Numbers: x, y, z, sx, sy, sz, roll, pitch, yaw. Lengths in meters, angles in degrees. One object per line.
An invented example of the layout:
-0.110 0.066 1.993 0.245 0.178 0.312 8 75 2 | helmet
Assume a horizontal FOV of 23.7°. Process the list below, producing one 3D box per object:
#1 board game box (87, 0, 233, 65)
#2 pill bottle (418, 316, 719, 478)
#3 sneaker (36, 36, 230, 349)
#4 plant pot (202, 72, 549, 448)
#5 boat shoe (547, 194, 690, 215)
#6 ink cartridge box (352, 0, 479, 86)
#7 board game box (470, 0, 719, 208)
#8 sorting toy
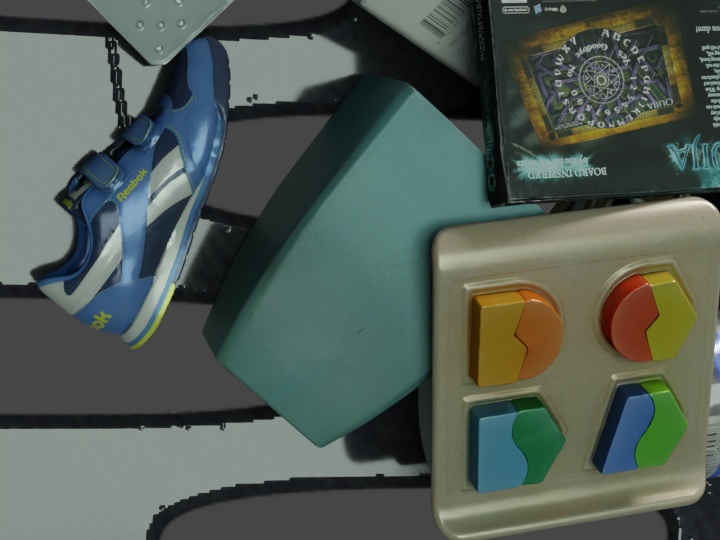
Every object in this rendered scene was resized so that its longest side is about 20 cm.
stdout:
-0.114 -0.255 1.024 0.200 0.026 0.200 -43 128 3 | board game box
0.146 0.092 1.135 0.198 0.114 0.115 -6 97 -14 | pill bottle
-0.137 -0.055 1.068 0.082 0.074 0.201 20 89 -14 | sneaker
0.000 0.000 1.080 0.141 0.141 0.200 42 90 -14 | plant pot
0.179 -0.053 1.097 0.074 0.068 0.201 19 105 -36 | boat shoe
0.047 -0.226 1.034 0.199 0.083 0.146 29 118 -36 | ink cartridge box
0.165 -0.111 1.035 0.198 0.028 0.137 -4 88 -22 | board game box
0.133 0.064 1.038 0.184 0.036 0.202 -7 111 -14 | sorting toy
